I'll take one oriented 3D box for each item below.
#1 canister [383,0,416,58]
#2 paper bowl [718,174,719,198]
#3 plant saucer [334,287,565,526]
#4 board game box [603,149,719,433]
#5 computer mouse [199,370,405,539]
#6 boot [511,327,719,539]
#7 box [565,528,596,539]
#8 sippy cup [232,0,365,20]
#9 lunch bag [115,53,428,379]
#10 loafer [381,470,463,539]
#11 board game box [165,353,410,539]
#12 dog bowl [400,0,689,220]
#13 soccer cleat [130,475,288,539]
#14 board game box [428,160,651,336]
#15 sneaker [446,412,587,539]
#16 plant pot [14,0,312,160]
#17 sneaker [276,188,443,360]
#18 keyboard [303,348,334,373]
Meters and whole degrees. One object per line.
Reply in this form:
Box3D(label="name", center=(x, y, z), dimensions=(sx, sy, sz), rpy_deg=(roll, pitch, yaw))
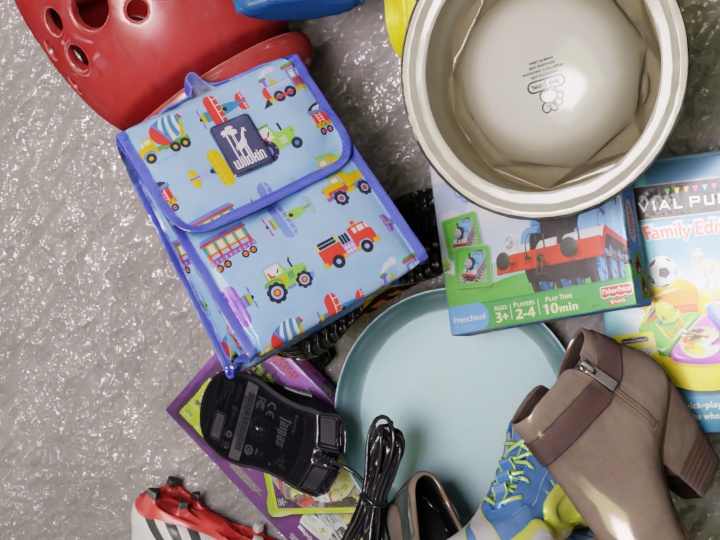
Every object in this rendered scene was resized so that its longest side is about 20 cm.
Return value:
Box3D(label="canister", center=(0.120, -0.243, 1.029), dimensions=(0.197, 0.086, 0.151), rpy_deg=(-4, 92, 22))
Box3D(label="paper bowl", center=(0.327, -0.050, 0.912), dimensions=(0.198, 0.104, 0.204), rpy_deg=(0, 89, -21))
Box3D(label="plant saucer", center=(0.078, 0.114, 1.088), dimensions=(0.197, 0.027, 0.203), rpy_deg=(1, 94, 12))
Box3D(label="board game box", center=(0.253, 0.015, 1.010), dimensions=(0.149, 0.047, 0.203), rpy_deg=(-6, 92, 24))
Box3D(label="computer mouse", center=(-0.049, 0.163, 1.094), dimensions=(0.198, 0.046, 0.143), rpy_deg=(13, 95, 34))
Box3D(label="boot", center=(0.164, 0.145, 0.948), dimensions=(0.146, 0.201, 0.070), rpy_deg=(39, 147, -10))
Box3D(label="box", center=(0.178, 0.301, 1.033), dimensions=(0.098, 0.095, 0.203), rpy_deg=(-14, 88, 16))
Box3D(label="sippy cup", center=(-0.047, -0.250, 0.983), dimensions=(0.176, 0.139, 0.132), rpy_deg=(-5, 92, 31))
Box3D(label="lunch bag", center=(-0.072, -0.051, 0.983), dimensions=(0.149, 0.094, 0.202), rpy_deg=(-29, 86, -19))
Box3D(label="loafer", center=(0.068, 0.240, 1.005), dimensions=(0.063, 0.071, 0.201), rpy_deg=(107, 145, -46))
Box3D(label="board game box", center=(-0.057, 0.146, 1.152), dimensions=(0.200, 0.032, 0.120), rpy_deg=(46, 114, 5))
Box3D(label="dog bowl", center=(0.131, -0.137, 0.947), dimensions=(0.197, 0.074, 0.203), rpy_deg=(1, 93, 21))
Box3D(label="soccer cleat", center=(-0.119, 0.255, 1.185), dimensions=(0.198, 0.068, 0.086), rpy_deg=(26, 112, 23))
Box3D(label="board game box", center=(0.125, -0.062, 1.021), dimensions=(0.150, 0.036, 0.203), rpy_deg=(-11, 82, 30))
Box3D(label="sneaker", center=(0.115, 0.154, 0.997), dimensions=(0.076, 0.198, 0.106), rpy_deg=(-35, 74, 48))
Box3D(label="plant pot", center=(-0.144, -0.192, 1.093), dimensions=(0.199, 0.200, 0.184), rpy_deg=(-35, 88, 22))
Box3D(label="sneaker", center=(0.000, 0.000, 1.087), dimensions=(0.199, 0.090, 0.070), rpy_deg=(-35, 96, -18))
Box3D(label="keyboard", center=(-0.075, -0.006, 1.157), dimensions=(0.103, 0.040, 0.202), rpy_deg=(-22, 98, 33))
